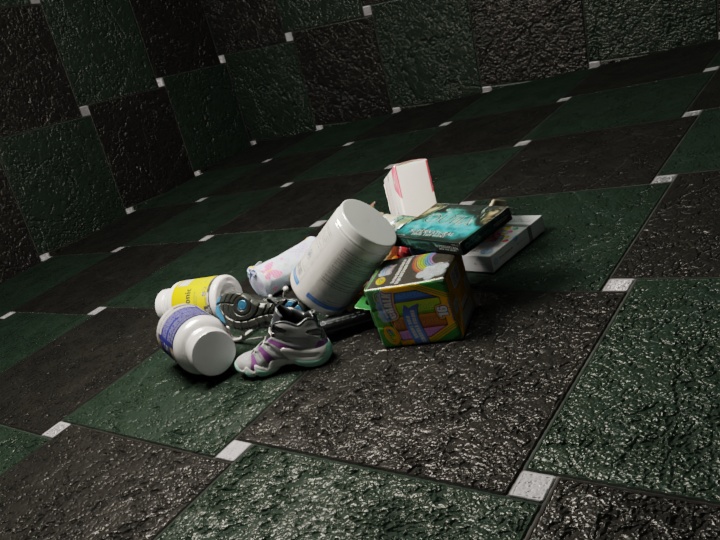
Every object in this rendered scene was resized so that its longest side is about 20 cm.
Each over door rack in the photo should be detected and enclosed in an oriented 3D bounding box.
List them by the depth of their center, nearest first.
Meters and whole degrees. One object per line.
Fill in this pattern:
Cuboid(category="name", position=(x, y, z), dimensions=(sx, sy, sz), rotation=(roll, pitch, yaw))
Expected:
Cuboid(category="over door rack", position=(-0.176, 0.095, 1.483), dimensions=(0.199, 0.067, 0.148), rotation=(1, 29, 43))

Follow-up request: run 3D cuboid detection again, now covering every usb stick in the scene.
Cuboid(category="usb stick", position=(-0.040, 0.101, 1.370), dimensions=(0.198, 0.033, 0.055), rotation=(-17, 1, -2))

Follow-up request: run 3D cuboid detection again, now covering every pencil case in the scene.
Cuboid(category="pencil case", position=(-0.179, -0.009, 1.724), dimensions=(0.199, 0.084, 0.091), rotation=(-28, 44, -25))

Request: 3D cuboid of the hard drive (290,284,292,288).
Cuboid(category="hard drive", position=(-0.077, -0.004, 1.598), dimensions=(0.131, 0.027, 0.200), rotation=(-32, 2, -22))

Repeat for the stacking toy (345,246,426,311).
Cuboid(category="stacking toy", position=(0.054, 0.029, 1.420), dimensions=(0.199, 0.117, 0.110), rotation=(-29, 18, 8))

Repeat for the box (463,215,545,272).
Cuboid(category="box", position=(0.277, -0.060, 1.510), dimensions=(0.200, 0.041, 0.155), rotation=(-35, 25, -34))

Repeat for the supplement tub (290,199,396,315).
Cuboid(category="supplement tub", position=(-0.036, -0.022, 1.355), dimensions=(0.200, 0.132, 0.132), rotation=(-50, 4, 29))

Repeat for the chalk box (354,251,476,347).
Cuboid(category="chalk box", position=(0.090, 0.054, 1.271), dimensions=(0.199, 0.125, 0.125), rotation=(-10, 23, 27))

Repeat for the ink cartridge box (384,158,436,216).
Cuboid(category="ink cartridge box", position=(0.118, -0.170, 1.662), dimensions=(0.082, 0.148, 0.200), rotation=(-13, -1, -4))

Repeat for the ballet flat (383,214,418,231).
Cuboid(category="ballet flat", position=(0.049, -0.085, 1.550), dimensions=(0.200, 0.074, 0.074), rotation=(-36, 4, 42))

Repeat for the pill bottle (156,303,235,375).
Cuboid(category="pill bottle", position=(-0.330, 0.143, 1.421), dimensions=(0.119, 0.120, 0.200), rotation=(-28, 21, -24))

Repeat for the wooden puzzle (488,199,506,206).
Cuboid(category="wooden puzzle", position=(0.209, -0.099, 1.491), dimensions=(0.199, 0.047, 0.185), rotation=(-17, -2, 20))

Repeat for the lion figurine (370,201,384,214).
Cuboid(category="lion figurine", position=(-0.005, -0.118, 1.693), dimensions=(0.122, 0.201, 0.073), rotation=(26, 59, 21))

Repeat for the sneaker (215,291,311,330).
Cuboid(category="sneaker", position=(-0.192, 0.085, 1.394), dimensions=(0.198, 0.074, 0.082), rotation=(6, -2, 18))

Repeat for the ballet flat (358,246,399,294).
Cuboid(category="ballet flat", position=(0.000, 0.000, 1.462), dimensions=(0.200, 0.070, 0.065), rotation=(-50, -19, -1))

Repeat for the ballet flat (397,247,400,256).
Cuboid(category="ballet flat", position=(0.023, 0.011, 1.533), dimensions=(0.199, 0.068, 0.069), rotation=(-22, 27, 25))

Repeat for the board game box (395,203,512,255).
Cuboid(category="board game box", position=(0.166, -0.081, 1.309), dimensions=(0.135, 0.028, 0.199), rotation=(-36, 25, -27))

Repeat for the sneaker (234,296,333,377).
Cuboid(category="sneaker", position=(-0.160, 0.115, 1.306), dimensions=(0.198, 0.141, 0.078), rotation=(-14, 21, 14))

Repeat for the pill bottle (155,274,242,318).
Cuboid(category="pill bottle", position=(-0.384, 0.075, 1.656), dimensions=(0.199, 0.112, 0.111), rotation=(-8, 23, 30))
